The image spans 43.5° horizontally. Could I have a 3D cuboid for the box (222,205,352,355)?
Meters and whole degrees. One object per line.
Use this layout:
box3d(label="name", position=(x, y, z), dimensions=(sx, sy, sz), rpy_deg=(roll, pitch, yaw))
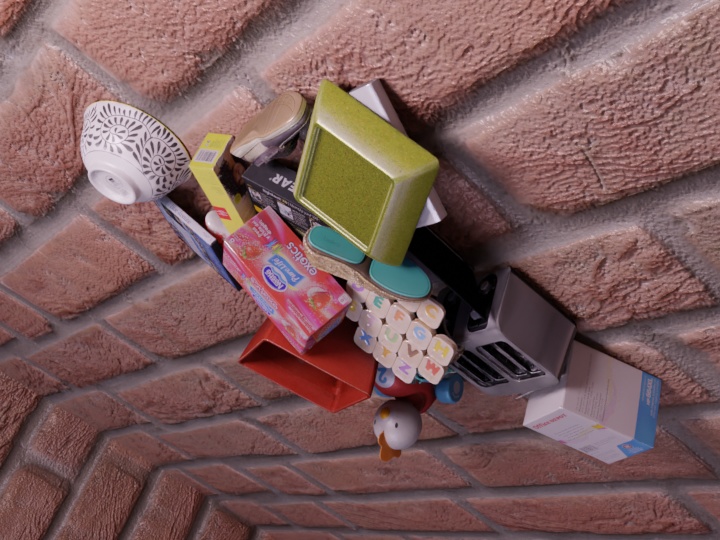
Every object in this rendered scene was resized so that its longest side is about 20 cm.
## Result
box3d(label="box", position=(-0.116, 0.017, 1.392), dimensions=(0.200, 0.094, 0.103), rpy_deg=(48, 159, 9))

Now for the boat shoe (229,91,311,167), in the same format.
box3d(label="boat shoe", position=(-0.116, -0.193, 1.272), dimensions=(0.064, 0.073, 0.199), rpy_deg=(32, 154, -25))

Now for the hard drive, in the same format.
box3d(label="hard drive", position=(0.022, -0.145, 1.211), dimensions=(0.131, 0.026, 0.202), rpy_deg=(-12, 112, 47))

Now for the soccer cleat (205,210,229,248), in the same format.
box3d(label="soccer cleat", position=(-0.176, -0.048, 1.559), dimensions=(0.199, 0.069, 0.085), rpy_deg=(38, 134, -20))

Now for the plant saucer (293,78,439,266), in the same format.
box3d(label="plant saucer", position=(-0.010, -0.116, 1.198), dimensions=(0.199, 0.048, 0.201), rpy_deg=(38, 139, 17))

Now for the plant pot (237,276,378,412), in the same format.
box3d(label="plant pot", position=(-0.067, 0.107, 1.541), dimensions=(0.198, 0.178, 0.200), rpy_deg=(29, 156, -11))

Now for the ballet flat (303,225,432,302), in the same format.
box3d(label="ballet flat", position=(0.009, -0.002, 1.291), dimensions=(0.198, 0.071, 0.065), rpy_deg=(28, 149, 5))

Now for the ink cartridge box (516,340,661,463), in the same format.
box3d(label="ink cartridge box", position=(0.371, 0.213, 1.489), dimensions=(0.198, 0.126, 0.129), rpy_deg=(25, 151, -10))

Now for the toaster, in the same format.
box3d(label="toaster", position=(0.228, 0.104, 1.441), dimensions=(0.199, 0.120, 0.180), rpy_deg=(37, 149, -22))

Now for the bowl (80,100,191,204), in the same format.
box3d(label="bowl", position=(-0.385, -0.172, 1.477), dimensions=(0.198, 0.095, 0.202), rpy_deg=(19, 151, 11))

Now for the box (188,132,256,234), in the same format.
box3d(label="box", position=(-0.201, -0.123, 1.441), dimensions=(0.050, 0.076, 0.201), rpy_deg=(10, 149, 24))

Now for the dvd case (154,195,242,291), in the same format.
box3d(label="dvd case", position=(-0.289, -0.057, 1.583), dimensions=(0.199, 0.018, 0.143), rpy_deg=(38, 163, 33))

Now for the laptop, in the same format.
box3d(label="laptop", position=(0.080, -0.008, 1.373), dimensions=(0.187, 0.117, 0.199), rpy_deg=(40, 147, -25))

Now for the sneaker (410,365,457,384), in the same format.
box3d(label="sneaker", position=(0.115, 0.164, 1.562), dimensions=(0.077, 0.092, 0.200), rpy_deg=(36, -177, -7))

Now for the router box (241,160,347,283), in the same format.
box3d(label="router box", position=(-0.080, -0.075, 1.399), dimensions=(0.199, 0.052, 0.158), rpy_deg=(29, 155, 25))

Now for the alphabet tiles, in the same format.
box3d(label="alphabet tiles", position=(0.054, 0.087, 1.372), dimensions=(0.199, 0.015, 0.197), rpy_deg=(37, 139, 14))

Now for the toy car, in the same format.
box3d(label="toy car", position=(0.069, 0.262, 1.722), dimensions=(0.183, 0.202, 0.177), rpy_deg=(0, 148, 36))

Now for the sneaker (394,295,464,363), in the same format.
box3d(label="sneaker", position=(0.094, 0.054, 1.384), dimensions=(0.075, 0.070, 0.201), rpy_deg=(-24, 100, 43))
